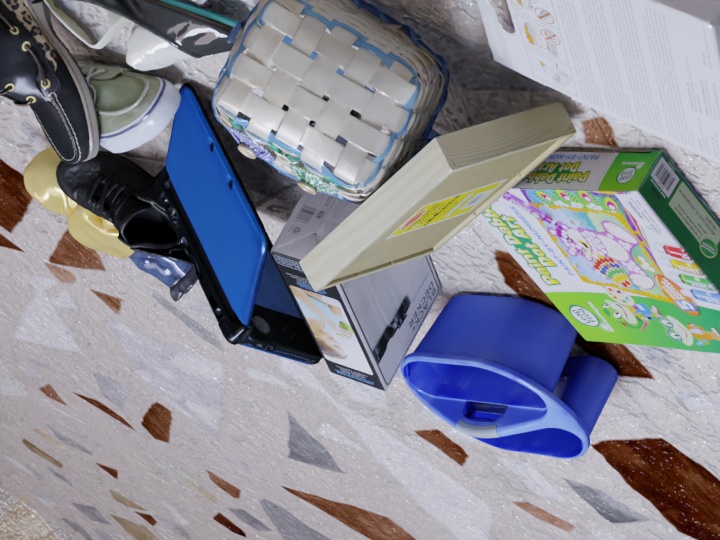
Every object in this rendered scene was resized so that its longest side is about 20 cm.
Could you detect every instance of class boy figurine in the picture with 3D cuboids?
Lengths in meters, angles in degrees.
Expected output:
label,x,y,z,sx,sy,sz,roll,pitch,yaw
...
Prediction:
label,x,y,z,sx,sy,sz,roll,pitch,yaw
boy figurine,-0.243,-0.048,2.168,0.200,0.065,0.124,36,159,-6

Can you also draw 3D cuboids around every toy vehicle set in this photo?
label,x,y,z,sx,sy,sz,roll,pitch,yaw
toy vehicle set,0.054,-0.052,1.602,0.200,0.124,0.027,-41,72,49

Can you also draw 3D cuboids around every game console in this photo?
label,x,y,z,sx,sy,sz,roll,pitch,yaw
game console,-0.093,-0.039,1.904,0.170,0.118,0.200,18,-145,-46

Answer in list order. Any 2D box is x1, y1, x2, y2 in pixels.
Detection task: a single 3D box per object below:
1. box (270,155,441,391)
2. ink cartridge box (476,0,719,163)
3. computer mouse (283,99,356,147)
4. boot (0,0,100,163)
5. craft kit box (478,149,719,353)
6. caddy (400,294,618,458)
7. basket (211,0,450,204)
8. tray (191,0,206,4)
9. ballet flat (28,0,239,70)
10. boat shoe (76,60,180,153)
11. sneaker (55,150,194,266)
label,x,y,z,sx,sy,sz,roll,pitch,yaw
box,0.000,0.000,1.867,0.060,0.117,0.200,18,153,25
ink cartridge box,0.163,-0.158,1.414,0.200,0.050,0.162,30,161,29
computer mouse,0.008,-0.095,1.760,0.199,0.034,0.059,22,155,25
boot,-0.314,-0.156,1.846,0.073,0.150,0.201,4,122,50
craft kit box,0.197,-0.015,1.664,0.197,0.049,0.200,8,147,52
caddy,0.125,0.101,1.920,0.200,0.105,0.141,2,144,52
basket,-0.024,-0.133,1.607,0.176,0.139,0.200,31,-167,5
tray,-0.177,-0.279,1.636,0.200,0.022,0.107,37,159,-12
ballet flat,-0.180,-0.199,1.744,0.199,0.069,0.068,27,-173,20
boat shoe,-0.228,-0.148,1.923,0.062,0.072,0.200,43,159,-29
sneaker,-0.206,-0.056,2.049,0.199,0.060,0.104,25,-168,9
